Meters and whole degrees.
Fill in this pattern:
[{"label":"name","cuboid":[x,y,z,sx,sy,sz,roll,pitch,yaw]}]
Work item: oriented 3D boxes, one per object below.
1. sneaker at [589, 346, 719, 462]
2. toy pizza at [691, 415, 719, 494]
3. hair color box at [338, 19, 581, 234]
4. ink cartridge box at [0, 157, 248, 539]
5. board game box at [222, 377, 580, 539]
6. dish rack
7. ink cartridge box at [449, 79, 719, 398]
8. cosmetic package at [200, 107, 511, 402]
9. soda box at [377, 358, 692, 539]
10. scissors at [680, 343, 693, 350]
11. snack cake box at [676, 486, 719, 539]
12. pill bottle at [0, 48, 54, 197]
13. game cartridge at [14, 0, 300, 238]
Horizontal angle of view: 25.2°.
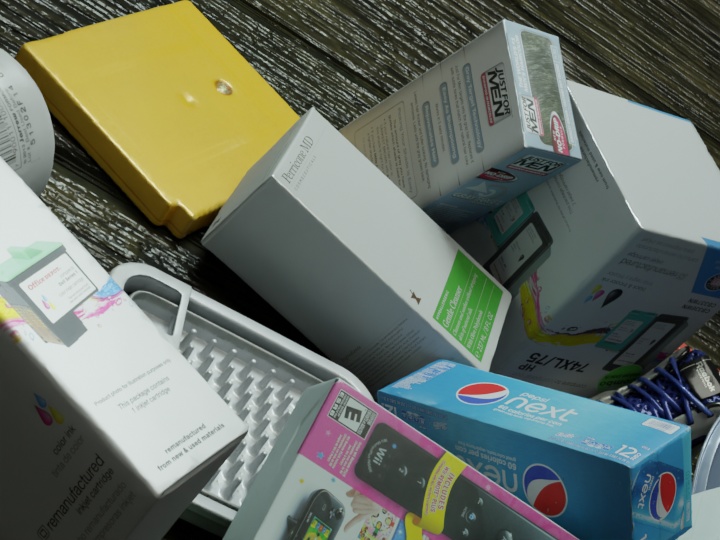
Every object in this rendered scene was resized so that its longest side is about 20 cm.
[{"label":"sneaker","cuboid":[0.205,0.105,1.187,0.198,0.115,0.081,2,47,-45]},{"label":"toy pizza","cuboid":[0.281,0.191,1.165,0.199,0.032,0.203,6,82,-48]},{"label":"hair color box","cuboid":[0.064,-0.089,1.177,0.060,0.199,0.100,9,64,-38]},{"label":"ink cartridge box","cuboid":[-0.176,0.065,0.817,0.200,0.145,0.084,46,35,9]},{"label":"board game box","cuboid":[0.025,0.176,0.898,0.199,0.064,0.148,35,68,-14]},{"label":"dish rack","cuboid":[-0.082,0.096,0.972,0.199,0.044,0.172,28,34,-19]},{"label":"ink cartridge box","cuboid":[0.165,-0.009,1.204,0.146,0.200,0.147,11,44,-37]},{"label":"cosmetic package","cuboid":[0.000,0.000,1.111,0.200,0.085,0.108,43,34,-13]},{"label":"soda box","cuboid":[0.104,0.114,0.991,0.064,0.069,0.199,-22,25,-40]},{"label":"scissors","cuboid":[0.249,0.040,1.403,0.073,0.014,0.201,-17,65,-51]},{"label":"snack cake box","cuboid":[0.240,0.253,1.021,0.201,0.067,0.115,63,28,-14]},{"label":"pill bottle","cuboid":[-0.269,-0.053,0.891,0.114,0.115,0.200,43,32,5]},{"label":"game cartridge","cuboid":[-0.134,-0.115,1.186,0.176,0.032,0.200,47,35,10]}]
